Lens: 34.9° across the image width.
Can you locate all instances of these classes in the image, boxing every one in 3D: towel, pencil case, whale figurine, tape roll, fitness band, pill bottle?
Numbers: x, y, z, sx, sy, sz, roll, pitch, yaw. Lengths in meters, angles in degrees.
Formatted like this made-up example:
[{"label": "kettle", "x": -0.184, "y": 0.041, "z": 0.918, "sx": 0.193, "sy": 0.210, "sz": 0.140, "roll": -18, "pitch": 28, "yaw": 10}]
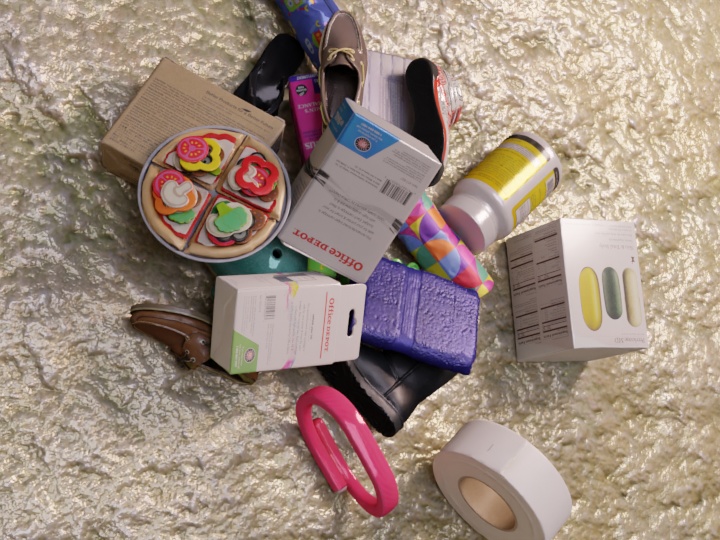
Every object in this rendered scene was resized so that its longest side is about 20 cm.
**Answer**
[{"label": "towel", "x": 0.073, "y": 0.065, "z": 1.652, "sx": 0.199, "sy": 0.050, "sz": 0.149, "roll": 19, "pitch": 54, "yaw": -13}, {"label": "pencil case", "x": -0.069, "y": -0.383, "z": 1.714, "sx": 0.078, "sy": 0.087, "sz": 0.201, "roll": -24, "pitch": 82, "yaw": -55}, {"label": "pencil case", "x": 0.120, "y": -0.029, "z": 1.746, "sx": 0.088, "sy": 0.088, "sz": 0.200, "roll": -42, "pitch": 101, "yaw": -28}, {"label": "whale figurine", "x": -0.163, "y": -0.029, "z": 1.584, "sx": 0.199, "sy": 0.104, "sz": 0.160, "roll": 32, "pitch": 66, "yaw": -15}, {"label": "tape roll", "x": 0.201, "y": 0.310, "z": 1.638, "sx": 0.071, "sy": 0.202, "sz": 0.203, "roll": -42, "pitch": 98, "yaw": -28}, {"label": "fitness band", "x": -0.020, "y": 0.250, "z": 1.570, "sx": 0.037, "sy": 0.143, "sz": 0.201, "roll": -32, "pitch": 93, "yaw": -28}, {"label": "pill bottle", "x": 0.217, "y": -0.120, "z": 1.797, "sx": 0.200, "sy": 0.114, "sz": 0.115, "roll": -42, "pitch": 98, "yaw": -29}]

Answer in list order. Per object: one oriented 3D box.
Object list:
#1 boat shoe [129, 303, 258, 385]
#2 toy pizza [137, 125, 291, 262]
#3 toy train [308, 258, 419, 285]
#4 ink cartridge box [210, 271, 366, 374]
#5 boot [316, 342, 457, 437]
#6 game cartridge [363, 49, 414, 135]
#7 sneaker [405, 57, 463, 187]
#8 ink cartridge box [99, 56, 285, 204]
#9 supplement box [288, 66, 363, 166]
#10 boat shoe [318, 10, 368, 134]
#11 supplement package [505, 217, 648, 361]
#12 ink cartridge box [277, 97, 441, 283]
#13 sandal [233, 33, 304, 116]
[{"label": "boat shoe", "x": -0.219, "y": 0.100, "z": 1.542, "sx": 0.199, "sy": 0.072, "sz": 0.069, "roll": 19, "pitch": 69, "yaw": -22}, {"label": "toy pizza", "x": -0.188, "y": -0.105, "z": 1.482, "sx": 0.198, "sy": 0.032, "sz": 0.202, "roll": 3, "pitch": 65, "yaw": -7}, {"label": "toy train", "x": 0.000, "y": 0.000, "z": 1.700, "sx": 0.199, "sy": 0.042, "sz": 0.057, "roll": 13, "pitch": 82, "yaw": -24}, {"label": "ink cartridge box", "x": -0.096, "y": 0.066, "z": 1.535, "sx": 0.199, "sy": 0.067, "sz": 0.118, "roll": -2, "pitch": 106, "yaw": -33}, {"label": "boot", "x": 0.034, "y": 0.120, "z": 1.669, "sx": 0.200, "sy": 0.076, "sz": 0.168, "roll": 48, "pitch": 55, "yaw": 0}, {"label": "game cartridge", "x": 0.026, "y": -0.241, "z": 1.773, "sx": 0.129, "sy": 0.038, "sz": 0.202, "roll": 9, "pitch": 74, "yaw": -30}, {"label": "sneaker", "x": 0.122, "y": -0.222, "z": 1.780, "sx": 0.108, "sy": 0.067, "sz": 0.203, "roll": 12, "pitch": 71, "yaw": -58}, {"label": "ink cartridge box", "x": -0.227, "y": -0.172, "z": 1.565, "sx": 0.199, "sy": 0.075, "sz": 0.165, "roll": 29, "pitch": 64, "yaw": 6}, {"label": "supplement box", "x": -0.038, "y": -0.181, "z": 1.665, "sx": 0.100, "sy": 0.103, "sz": 0.202, "roll": -11, "pitch": 80, "yaw": -5}, {"label": "boat shoe", "x": -0.025, "y": -0.276, "z": 1.603, "sx": 0.071, "sy": 0.060, "sz": 0.202, "roll": 3, "pitch": 77, "yaw": -1}, {"label": "supplement package", "x": 0.339, "y": 0.035, "z": 1.802, "sx": 0.151, "sy": 0.150, "sz": 0.202, "roll": 2, "pitch": 78, "yaw": -27}, {"label": "ink cartridge box", "x": -0.009, "y": -0.106, "z": 1.548, "sx": 0.145, "sy": 0.084, "sz": 0.201, "roll": 28, "pitch": 106, "yaw": -22}, {"label": "sandal", "x": -0.140, "y": -0.270, "z": 1.687, "sx": 0.076, "sy": 0.043, "sz": 0.201, "roll": 28, "pitch": 67, "yaw": -19}]
